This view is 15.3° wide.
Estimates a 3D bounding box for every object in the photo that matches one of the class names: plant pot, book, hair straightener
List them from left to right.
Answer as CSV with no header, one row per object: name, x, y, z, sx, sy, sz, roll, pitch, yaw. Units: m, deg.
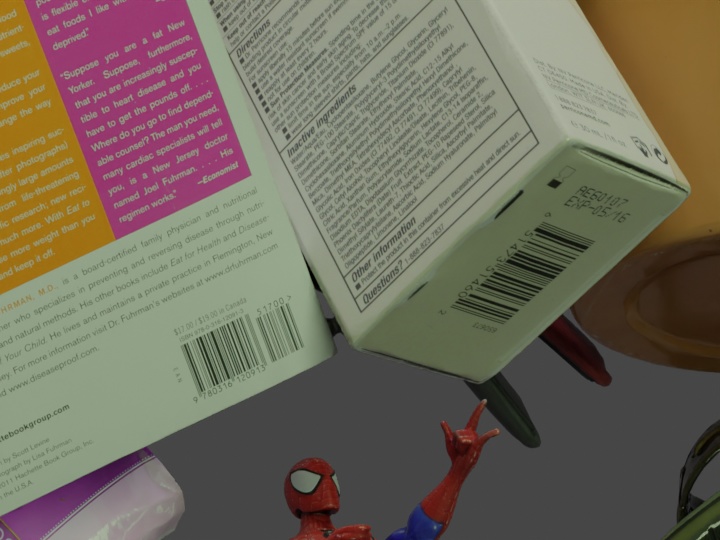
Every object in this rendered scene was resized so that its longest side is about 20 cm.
book,-0.099,-0.039,0.806,0.133,0.048,0.201,-24,107,-17
hair straightener,0.000,0.000,0.967,0.077,0.041,0.200,-44,114,8
plant pot,0.139,-0.052,0.929,0.199,0.200,0.140,9,65,-20

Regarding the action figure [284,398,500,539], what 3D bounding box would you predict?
action figure,0.018,0.119,0.883,0.065,0.099,0.200,5,37,-28

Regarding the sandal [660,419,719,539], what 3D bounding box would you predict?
sandal,0.156,0.083,1.013,0.057,0.080,0.201,13,34,32

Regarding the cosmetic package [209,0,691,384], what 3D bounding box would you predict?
cosmetic package,0.012,-0.074,0.877,0.073,0.104,0.200,18,37,-48

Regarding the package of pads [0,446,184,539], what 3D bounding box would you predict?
package of pads,-0.162,0.099,0.852,0.121,0.076,0.200,47,57,-1
